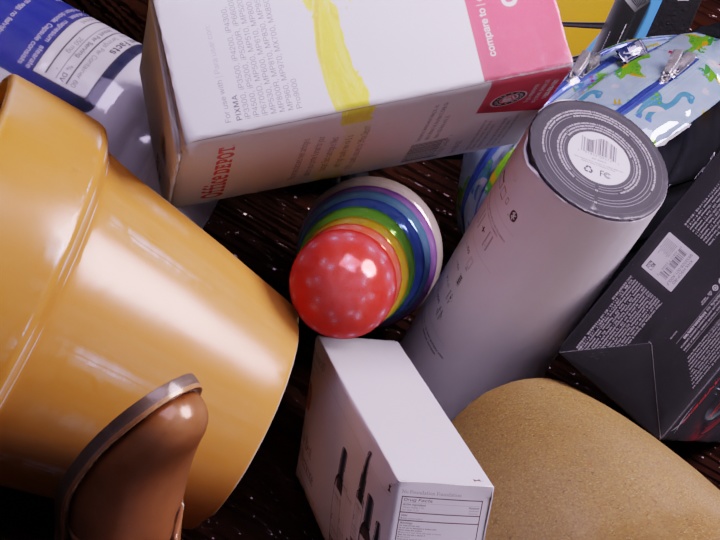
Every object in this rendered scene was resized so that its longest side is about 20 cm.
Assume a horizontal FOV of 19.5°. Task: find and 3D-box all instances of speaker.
[{"bbox_3d":[0.086,0.003,1.126,0.081,0.201,0.082,12,48,-15],"label":"speaker"}]

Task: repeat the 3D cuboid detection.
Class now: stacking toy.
[{"bbox_3d":[0.000,0.000,1.112,0.085,0.086,0.200,21,8,1],"label":"stacking toy"}]

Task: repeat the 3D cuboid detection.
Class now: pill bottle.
[{"bbox_3d":[-0.173,-0.089,1.182,0.199,0.116,0.116,29,45,8],"label":"pill bottle"}]

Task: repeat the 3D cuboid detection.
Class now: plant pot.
[{"bbox_3d":[-0.137,0.033,1.042,0.182,0.200,0.201,27,43,-15],"label":"plant pot"},{"bbox_3d":[0.110,0.151,1.033,0.185,0.188,0.200,-1,34,-20],"label":"plant pot"}]

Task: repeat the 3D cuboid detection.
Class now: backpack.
[{"bbox_3d":[0.153,-0.051,1.247,0.153,0.164,0.200,28,52,20],"label":"backpack"}]

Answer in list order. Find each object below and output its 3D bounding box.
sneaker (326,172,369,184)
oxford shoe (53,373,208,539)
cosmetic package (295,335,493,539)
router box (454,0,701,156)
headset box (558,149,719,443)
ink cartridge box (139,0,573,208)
[{"bbox_3d":[0.007,-0.127,1.306,0.111,0.077,0.200,27,46,11],"label":"sneaker"},{"bbox_3d":[-0.100,0.122,0.952,0.071,0.201,0.071,-26,63,-39],"label":"oxford shoe"},{"bbox_3d":[0.011,0.102,1.027,0.050,0.083,0.200,7,15,-14],"label":"cosmetic package"},{"bbox_3d":[0.128,-0.159,1.293,0.148,0.201,0.051,-1,45,-19],"label":"router box"},{"bbox_3d":[0.203,0.016,1.147,0.075,0.149,0.200,42,9,19],"label":"headset box"},{"bbox_3d":[-0.009,-0.102,1.068,0.198,0.145,0.084,-12,81,-10],"label":"ink cartridge box"}]
